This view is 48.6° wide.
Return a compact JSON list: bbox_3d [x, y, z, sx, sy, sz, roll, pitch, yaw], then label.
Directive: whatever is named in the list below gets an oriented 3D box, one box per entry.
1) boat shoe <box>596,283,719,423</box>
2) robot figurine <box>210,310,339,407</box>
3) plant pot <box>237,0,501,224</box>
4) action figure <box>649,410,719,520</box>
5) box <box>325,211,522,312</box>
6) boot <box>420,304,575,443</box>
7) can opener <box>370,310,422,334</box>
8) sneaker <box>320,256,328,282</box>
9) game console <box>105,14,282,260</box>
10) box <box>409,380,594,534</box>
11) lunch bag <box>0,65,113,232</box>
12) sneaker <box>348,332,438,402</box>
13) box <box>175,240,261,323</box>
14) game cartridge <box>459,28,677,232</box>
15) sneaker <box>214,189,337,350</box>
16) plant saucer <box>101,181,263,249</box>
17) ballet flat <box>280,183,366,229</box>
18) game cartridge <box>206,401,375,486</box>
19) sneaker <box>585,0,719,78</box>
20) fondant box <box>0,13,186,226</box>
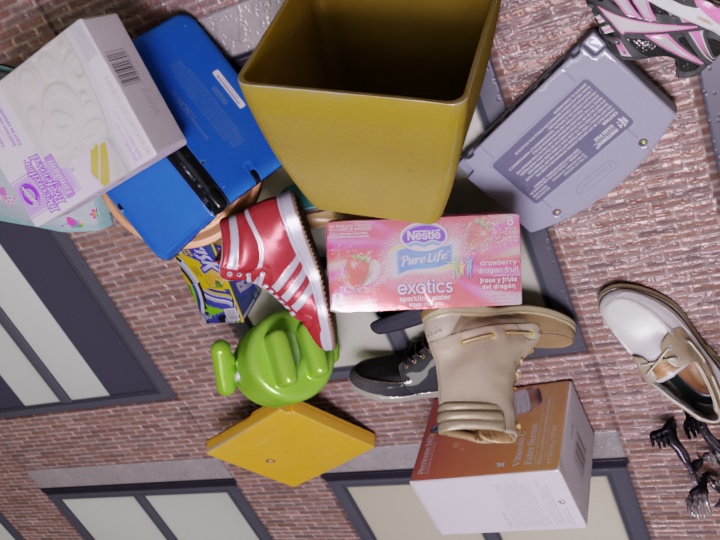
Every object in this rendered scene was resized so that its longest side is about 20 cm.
[{"bbox_3d":[0.351,0.094,0.909,0.200,0.069,0.075,38,130,-9],"label":"boat shoe"},{"bbox_3d":[-0.104,0.119,1.046,0.117,0.174,0.200,71,158,6],"label":"robot figurine"},{"bbox_3d":[0.021,-0.159,0.772,0.198,0.201,0.177,9,140,14],"label":"plant pot"},{"bbox_3d":[0.448,0.258,0.976,0.200,0.102,0.119,41,136,-9],"label":"action figure"},{"bbox_3d":[0.064,-0.011,0.846,0.198,0.103,0.096,-3,95,1],"label":"box"},{"bbox_3d":[0.168,0.118,0.905,0.198,0.157,0.073,7,152,-25],"label":"boot"},{"bbox_3d":[0.090,0.039,0.971,0.199,0.064,0.079,-23,116,33],"label":"can opener"},{"bbox_3d":[0.000,0.000,0.966,0.199,0.077,0.086,-11,112,32],"label":"sneaker"},{"bbox_3d":[-0.206,-0.146,0.887,0.200,0.171,0.118,52,154,-4],"label":"game console"},{"bbox_3d":[0.186,0.243,1.031,0.199,0.153,0.107,-13,121,28],"label":"box"},{"bbox_3d":[-0.398,-0.144,0.983,0.198,0.122,0.171,15,129,17],"label":"lunch bag"},{"bbox_3d":[0.077,0.106,1.029,0.198,0.075,0.107,-3,121,12],"label":"sneaker"},{"bbox_3d":[-0.195,-0.030,1.022,0.064,0.070,0.201,-2,125,21],"label":"box"},{"bbox_3d":[0.211,-0.131,0.814,0.133,0.041,0.200,41,129,-8],"label":"game cartridge"},{"bbox_3d":[-0.098,0.014,0.920,0.112,0.071,0.201,-16,113,2],"label":"sneaker"},{"bbox_3d":[-0.209,-0.124,0.915,0.198,0.032,0.202,0,98,2],"label":"plant saucer"},{"bbox_3d":[-0.001,-0.085,0.924,0.198,0.069,0.063,-4,152,27],"label":"ballet flat"},{"bbox_3d":[-0.106,0.260,1.203,0.176,0.033,0.200,30,132,-31],"label":"game cartridge"},{"bbox_3d":[0.235,-0.229,0.701,0.199,0.081,0.087,28,132,0],"label":"sneaker"},{"bbox_3d":[-0.296,-0.150,0.825,0.199,0.058,0.145,-22,102,31],"label":"fondant box"}]
